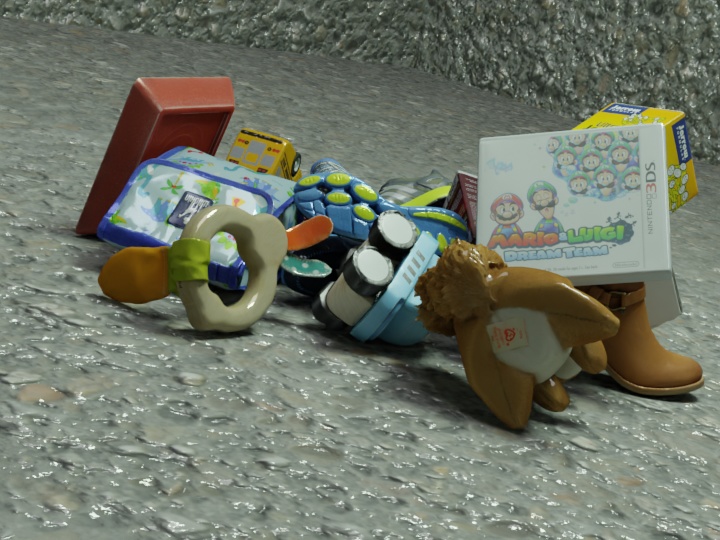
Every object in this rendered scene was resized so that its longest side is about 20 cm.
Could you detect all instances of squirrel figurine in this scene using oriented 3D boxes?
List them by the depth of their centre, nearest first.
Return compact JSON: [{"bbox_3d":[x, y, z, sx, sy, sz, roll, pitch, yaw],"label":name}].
[{"bbox_3d":[0.150,0.044,1.450,0.200,0.142,0.187,38,12,12],"label":"squirrel figurine"}]

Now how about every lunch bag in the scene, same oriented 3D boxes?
[{"bbox_3d":[-0.171,-0.049,1.639,0.170,0.128,0.200,18,26,14],"label":"lunch bag"}]

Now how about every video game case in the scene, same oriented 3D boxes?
[{"bbox_3d":[0.220,-0.067,1.556,0.199,0.183,0.024,-4,-30,14],"label":"video game case"}]

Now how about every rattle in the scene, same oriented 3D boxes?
[{"bbox_3d":[-0.139,-0.005,1.517,0.143,0.130,0.200,-29,3,41],"label":"rattle"}]

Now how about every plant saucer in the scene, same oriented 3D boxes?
[{"bbox_3d":[-0.229,-0.129,1.745,0.037,0.200,0.199,32,20,20],"label":"plant saucer"}]

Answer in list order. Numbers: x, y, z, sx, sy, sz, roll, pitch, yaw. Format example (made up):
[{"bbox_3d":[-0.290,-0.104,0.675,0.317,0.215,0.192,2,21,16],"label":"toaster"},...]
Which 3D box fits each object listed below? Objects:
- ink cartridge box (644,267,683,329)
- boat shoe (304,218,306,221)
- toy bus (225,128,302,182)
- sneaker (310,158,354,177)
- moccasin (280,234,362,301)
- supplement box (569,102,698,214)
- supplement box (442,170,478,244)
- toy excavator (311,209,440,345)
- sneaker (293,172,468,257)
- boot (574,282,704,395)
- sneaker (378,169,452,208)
[{"bbox_3d":[0.259,0.005,1.724,0.144,0.085,0.200,-22,27,-8],"label":"ink cartridge box"},{"bbox_3d":[-0.122,-0.046,1.769,0.199,0.071,0.063,18,39,7],"label":"boat shoe"},{"bbox_3d":[-0.111,-0.098,1.847,0.065,0.078,0.200,16,-25,14],"label":"toy bus"},{"bbox_3d":[-0.001,-0.065,1.743,0.200,0.077,0.085,55,9,-52],"label":"sneaker"},{"bbox_3d":[0.000,0.000,1.668,0.200,0.081,0.068,-3,25,-47],"label":"moccasin"},{"bbox_3d":[0.274,-0.096,1.691,0.200,0.109,0.109,-34,31,-31],"label":"supplement box"},{"bbox_3d":[0.128,-0.026,1.740,0.061,0.109,0.200,18,23,-11],"label":"supplement box"},{"bbox_3d":[0.076,0.026,1.569,0.200,0.100,0.195,39,47,-5],"label":"toy excavator"},{"bbox_3d":[0.018,-0.049,1.632,0.199,0.071,0.083,17,-23,-13],"label":"sneaker"},{"bbox_3d":[0.286,0.045,1.584,0.199,0.155,0.074,11,13,-8],"label":"boot"},{"bbox_3d":[0.034,-0.068,1.859,0.199,0.074,0.081,-18,42,-12],"label":"sneaker"}]
